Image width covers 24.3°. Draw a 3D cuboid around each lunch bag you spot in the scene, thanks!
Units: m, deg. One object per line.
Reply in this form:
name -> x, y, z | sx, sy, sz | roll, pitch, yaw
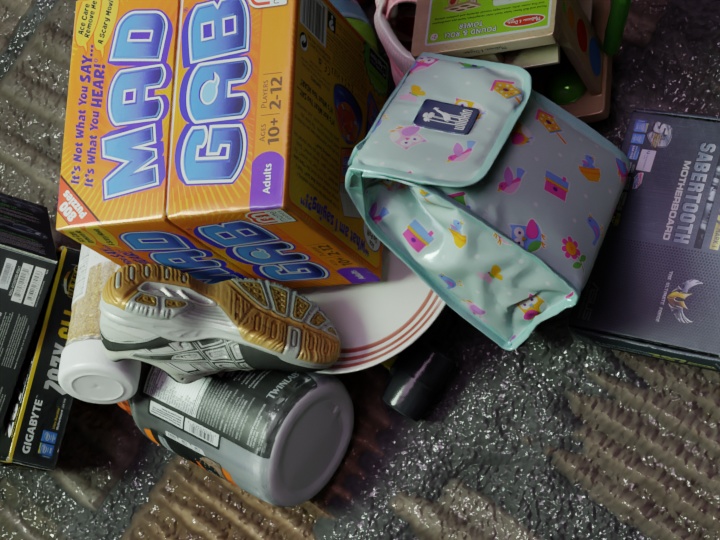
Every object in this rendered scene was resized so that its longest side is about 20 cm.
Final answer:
lunch bag -> 0.094, -0.069, 1.314 | 0.122, 0.200, 0.170 | -42, 14, 47

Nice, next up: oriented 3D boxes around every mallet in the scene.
mallet -> -0.004, 0.045, 1.455 | 0.200, 0.041, 0.066 | 42, 93, 20

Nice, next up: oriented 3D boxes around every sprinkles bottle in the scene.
sprinkles bottle -> -0.217, 0.015, 1.461 | 0.068, 0.068, 0.200 | -13, 54, 24

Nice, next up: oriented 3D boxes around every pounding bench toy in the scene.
pounding bench toy -> 0.169, -0.205, 1.404 | 0.200, 0.156, 0.124 | -6, 62, 26

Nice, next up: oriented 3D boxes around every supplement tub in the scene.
supplement tub -> -0.115, 0.115, 1.461 | 0.200, 0.122, 0.123 | 23, 84, 33

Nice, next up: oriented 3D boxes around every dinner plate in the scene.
dinner plate -> 0.000, 0.000, 1.429 | 0.200, 0.024, 0.201 | -13, 58, 22

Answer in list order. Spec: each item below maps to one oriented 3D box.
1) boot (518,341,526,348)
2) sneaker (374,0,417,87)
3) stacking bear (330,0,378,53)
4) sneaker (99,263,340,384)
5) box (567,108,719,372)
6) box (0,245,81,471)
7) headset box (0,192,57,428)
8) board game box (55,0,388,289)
boot -> 0.047, 0.004, 1.451 | 0.200, 0.064, 0.187 | -15, 56, 21
sneaker -> 0.047, -0.251, 1.512 | 0.075, 0.105, 0.201 | -10, 68, 4
stacking bear -> -0.027, -0.178, 1.536 | 0.121, 0.114, 0.200 | -27, 66, 17
sneaker -> -0.118, 0.055, 1.382 | 0.200, 0.088, 0.076 | 14, 38, -6
box -> 0.271, -0.024, 1.348 | 0.157, 0.051, 0.200 | 12, 78, 30
box -> -0.298, 0.085, 1.560 | 0.160, 0.049, 0.200 | -11, 64, 66
headset box -> -0.354, 0.028, 1.550 | 0.200, 0.093, 0.174 | -125, 54, -68
board game box -> -0.106, -0.105, 1.377 | 0.199, 0.200, 0.200 | -5, 71, 21
